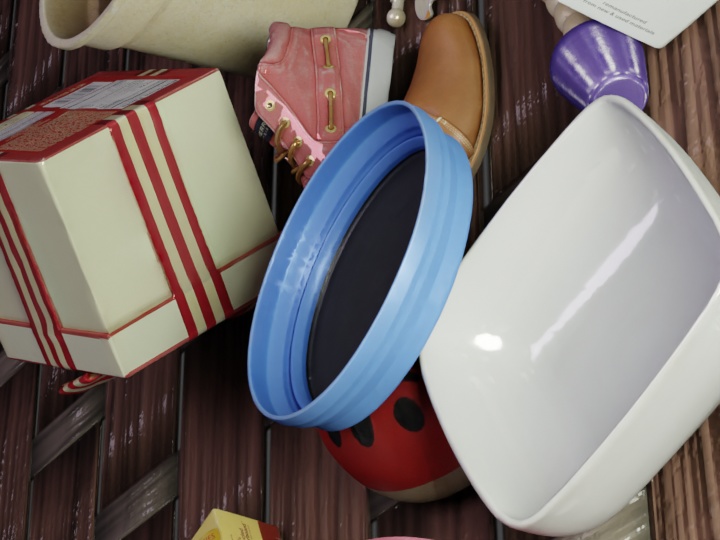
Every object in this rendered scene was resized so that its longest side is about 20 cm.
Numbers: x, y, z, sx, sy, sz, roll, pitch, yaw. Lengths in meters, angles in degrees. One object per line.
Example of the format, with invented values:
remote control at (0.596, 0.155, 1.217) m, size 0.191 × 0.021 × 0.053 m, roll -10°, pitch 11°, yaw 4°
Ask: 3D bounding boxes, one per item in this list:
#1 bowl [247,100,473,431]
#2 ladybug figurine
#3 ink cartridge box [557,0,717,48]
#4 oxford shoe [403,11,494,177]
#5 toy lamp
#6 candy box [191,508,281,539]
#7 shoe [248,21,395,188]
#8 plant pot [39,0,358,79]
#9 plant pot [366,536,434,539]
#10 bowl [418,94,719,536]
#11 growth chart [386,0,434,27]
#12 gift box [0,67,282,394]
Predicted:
bowl at (0.000, 0.000, 1.355) m, size 0.201 × 0.039 × 0.201 m, roll -48°, pitch 28°, yaw 37°
ladybug figurine at (0.028, 0.068, 1.387) m, size 0.200 × 0.072 × 0.136 m, roll -4°, pitch 69°, yaw 59°
ink cartridge box at (0.194, -0.243, 1.283) m, size 0.200 × 0.085 × 0.145 m, roll -40°, pitch 40°, yaw 41°
oxford shoe at (0.036, -0.081, 1.473) m, size 0.071 × 0.071 × 0.200 m, roll -20°, pitch 54°, yaw 55°
toy lamp at (0.124, -0.152, 1.380) m, size 0.058 × 0.058 × 0.200 m, roll -56°, pitch 29°, yaw 24°
candy box at (-0.113, 0.268, 1.522) m, size 0.200 × 0.056 × 0.117 m, roll -54°, pitch 32°, yaw 25°
shoe at (-0.031, -0.078, 1.543) m, size 0.071 × 0.091 × 0.200 m, roll 99°, pitch 178°, yaw -60°
plant pot at (-0.106, -0.224, 1.692) m, size 0.200 × 0.183 × 0.200 m, roll -39°, pitch 40°, yaw 43°
plant pot at (0.017, 0.244, 1.188) m, size 0.200 × 0.200 × 0.179 m, roll -40°, pitch 25°, yaw 43°
bowl at (0.129, 0.030, 1.221) m, size 0.200 × 0.075 × 0.200 m, roll -53°, pitch 33°, yaw 19°
growth chart at (0.078, -0.257, 1.567) m, size 0.200 × 0.018 × 0.145 m, roll -35°, pitch 44°, yaw 48°
gift box at (-0.172, -0.031, 1.644) m, size 0.200 × 0.185 × 0.187 m, roll 8°, pitch 122°, yaw 57°
